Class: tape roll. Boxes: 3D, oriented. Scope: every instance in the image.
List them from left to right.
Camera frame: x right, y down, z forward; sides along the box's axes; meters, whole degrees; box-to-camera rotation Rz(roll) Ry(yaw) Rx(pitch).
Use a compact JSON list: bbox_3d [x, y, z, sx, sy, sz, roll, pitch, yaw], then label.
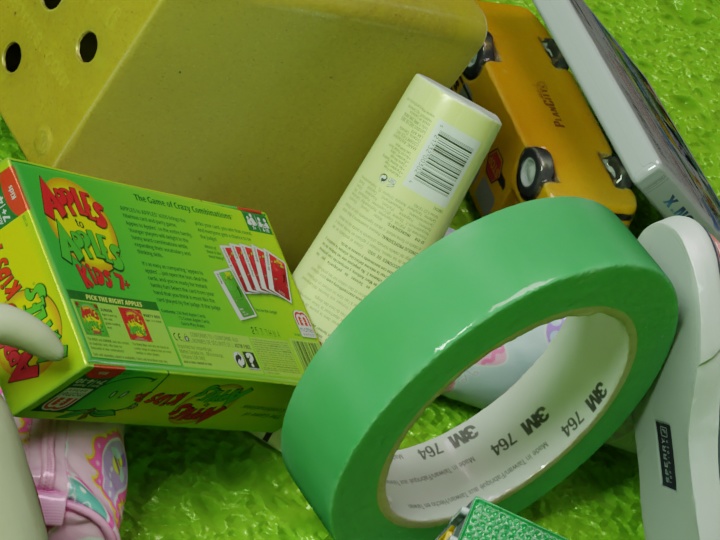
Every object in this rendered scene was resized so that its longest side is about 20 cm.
[{"bbox_3d":[0.058,0.054,1.034,0.199,0.201,0.048,-11,51,-37],"label":"tape roll"}]

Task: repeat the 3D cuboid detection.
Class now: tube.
[{"bbox_3d":[0.000,0.000,1.090,0.052,0.201,0.058,24,7,-41],"label":"tube"}]

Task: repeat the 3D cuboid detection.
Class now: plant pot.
[{"bbox_3d":[-0.093,-0.127,1.127,0.175,0.200,0.201,7,39,-46],"label":"plant pot"}]

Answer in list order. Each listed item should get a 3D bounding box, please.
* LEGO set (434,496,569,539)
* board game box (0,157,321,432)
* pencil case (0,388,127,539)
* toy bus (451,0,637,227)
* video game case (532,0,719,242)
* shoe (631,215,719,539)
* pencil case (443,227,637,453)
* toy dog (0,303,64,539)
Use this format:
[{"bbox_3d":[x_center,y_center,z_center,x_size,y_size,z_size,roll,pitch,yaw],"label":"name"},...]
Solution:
[{"bbox_3d":[0.082,0.198,0.988,0.198,0.116,0.155,17,68,-5],"label":"LEGO set"},{"bbox_3d":[-0.096,0.016,1.000,0.199,0.047,0.102,11,51,-58],"label":"board game box"},{"bbox_3d":[-0.147,0.059,1.011,0.087,0.088,0.201,14,40,-14],"label":"pencil case"},{"bbox_3d":[0.096,-0.084,1.312,0.065,0.079,0.201,4,43,-27],"label":"toy bus"},{"bbox_3d":[0.169,-0.088,1.318,0.182,0.022,0.201,40,20,-50],"label":"video game case"},{"bbox_3d":[0.190,0.063,1.109,0.090,0.202,0.071,-14,18,-25],"label":"shoe"},{"bbox_3d":[0.091,0.035,1.162,0.198,0.091,0.083,15,17,-10],"label":"pencil case"},{"bbox_3d":[-0.160,0.133,0.869,0.200,0.139,0.194,50,55,-18],"label":"toy dog"}]
